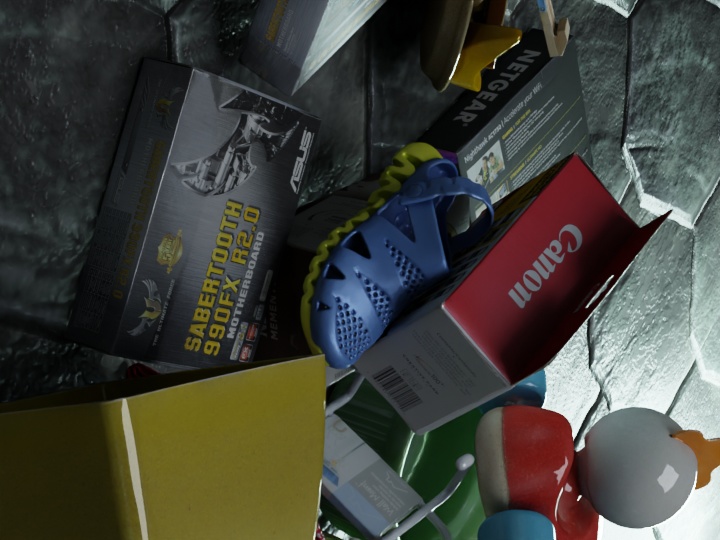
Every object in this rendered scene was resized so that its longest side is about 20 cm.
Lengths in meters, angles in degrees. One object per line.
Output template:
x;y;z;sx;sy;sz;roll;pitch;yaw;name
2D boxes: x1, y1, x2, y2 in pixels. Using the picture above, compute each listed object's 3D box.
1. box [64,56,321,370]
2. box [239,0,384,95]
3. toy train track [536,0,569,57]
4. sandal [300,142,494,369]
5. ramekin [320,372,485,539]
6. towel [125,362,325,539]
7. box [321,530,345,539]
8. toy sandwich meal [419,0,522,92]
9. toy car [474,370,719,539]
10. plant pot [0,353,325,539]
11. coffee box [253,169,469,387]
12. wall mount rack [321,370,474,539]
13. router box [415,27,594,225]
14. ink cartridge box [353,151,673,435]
-0.113;-0.033;1.223;0.158;0.048;0.201;17;89;-57;box
0.004;-0.237;1.221;0.200;0.048;0.159;-49;172;-37;box
0.140;-0.259;1.334;0.115;0.032;0.201;-72;151;-55;toy train track
0.029;-0.011;1.268;0.200;0.087;0.080;-57;141;-24;sandal
0.047;0.151;1.494;0.200;0.097;0.201;-28;126;-47;ramekin
-0.089;0.156;1.252;0.022;0.144;0.201;-47;139;-26;towel
-0.032;0.313;1.362;0.122;0.192;0.201;30;78;-56;box
0.096;-0.225;1.359;0.205;0.070;0.206;-170;-90;-85;toy sandwich meal
0.198;0.171;1.390;0.177;0.199;0.185;69;17;-48;toy car
-0.140;0.160;1.084;0.200;0.199;0.177;-10;91;-54;plant pot
0.000;0.000;1.374;0.200;0.080;0.114;-26;123;-48;coffee box
-0.010;0.148;1.311;0.174;0.200;0.075;-29;156;-49;wall mount rack
0.132;-0.100;1.551;0.200;0.051;0.150;-45;136;-36;router box
0.115;0.009;1.307;0.084;0.175;0.200;48;53;-6;ink cartridge box
